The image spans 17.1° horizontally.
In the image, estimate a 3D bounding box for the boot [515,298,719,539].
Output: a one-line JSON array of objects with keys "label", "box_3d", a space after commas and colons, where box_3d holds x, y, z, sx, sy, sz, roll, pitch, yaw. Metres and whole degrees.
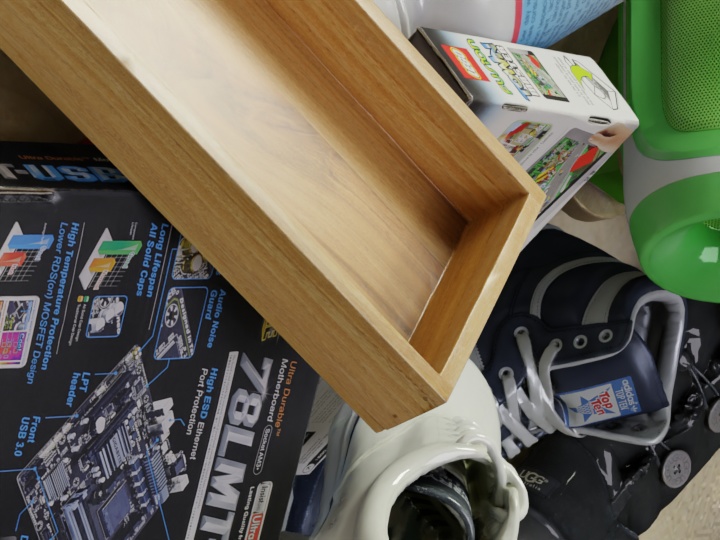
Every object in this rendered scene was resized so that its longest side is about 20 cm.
[{"label": "boot", "box_3d": [0.144, 0.096, 1.130, 0.200, 0.065, 0.165, -51, 139, -26]}]

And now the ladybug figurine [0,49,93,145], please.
[{"label": "ladybug figurine", "box_3d": [-0.118, 0.008, 0.782, 0.135, 0.072, 0.201, -30, 127, -37]}]

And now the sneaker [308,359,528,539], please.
[{"label": "sneaker", "box_3d": [0.026, 0.082, 0.813, 0.073, 0.071, 0.200, 51, 28, -15]}]

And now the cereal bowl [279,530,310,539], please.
[{"label": "cereal bowl", "box_3d": [0.009, 0.177, 0.891, 0.083, 0.200, 0.201, -34, 131, -14]}]

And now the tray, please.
[{"label": "tray", "box_3d": [-0.034, -0.056, 0.714, 0.200, 0.037, 0.099, 47, 44, -18]}]

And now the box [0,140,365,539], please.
[{"label": "box", "box_3d": [-0.104, 0.061, 0.729, 0.198, 0.050, 0.201, -2, 112, -45]}]

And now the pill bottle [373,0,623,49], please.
[{"label": "pill bottle", "box_3d": [0.038, -0.126, 0.872, 0.200, 0.108, 0.109, -34, 129, -36]}]

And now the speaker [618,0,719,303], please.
[{"label": "speaker", "box_3d": [0.148, -0.092, 0.962, 0.088, 0.088, 0.201, 42, 43, -49]}]

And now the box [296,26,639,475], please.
[{"label": "box", "box_3d": [0.000, 0.000, 0.858, 0.200, 0.035, 0.110, -47, 152, 25]}]

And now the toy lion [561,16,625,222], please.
[{"label": "toy lion", "box_3d": [0.194, -0.073, 1.081, 0.200, 0.069, 0.192, 33, 66, -28]}]

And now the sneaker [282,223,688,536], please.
[{"label": "sneaker", "box_3d": [0.051, 0.061, 0.967, 0.200, 0.108, 0.070, -47, 135, -24]}]
